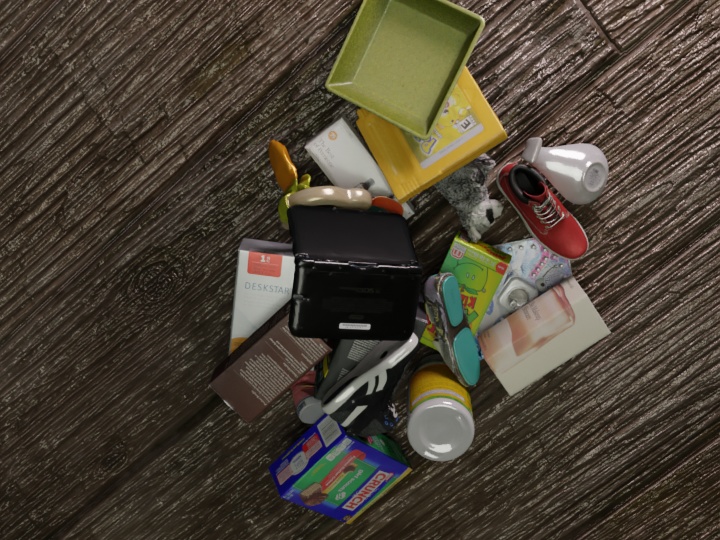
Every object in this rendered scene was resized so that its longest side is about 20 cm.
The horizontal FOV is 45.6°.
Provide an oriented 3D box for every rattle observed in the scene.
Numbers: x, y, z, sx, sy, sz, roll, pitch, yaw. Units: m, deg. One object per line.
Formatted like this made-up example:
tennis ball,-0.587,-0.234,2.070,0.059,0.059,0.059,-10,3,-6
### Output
rattle,-0.040,-0.140,1.394,0.197,0.144,0.131,-11,145,-2

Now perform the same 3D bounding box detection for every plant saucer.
plant saucer,0.072,-0.333,1.340,0.198,0.048,0.202,30,102,18

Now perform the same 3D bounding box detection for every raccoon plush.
raccoon plush,0.145,-0.133,1.434,0.198,0.097,0.136,19,122,23

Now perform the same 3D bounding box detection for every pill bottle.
pill bottle,0.134,0.224,1.462,0.109,0.200,0.113,1,111,3

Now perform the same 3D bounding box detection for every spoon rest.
spoon rest,0.331,-0.171,1.392,0.198,0.060,0.101,17,96,-36

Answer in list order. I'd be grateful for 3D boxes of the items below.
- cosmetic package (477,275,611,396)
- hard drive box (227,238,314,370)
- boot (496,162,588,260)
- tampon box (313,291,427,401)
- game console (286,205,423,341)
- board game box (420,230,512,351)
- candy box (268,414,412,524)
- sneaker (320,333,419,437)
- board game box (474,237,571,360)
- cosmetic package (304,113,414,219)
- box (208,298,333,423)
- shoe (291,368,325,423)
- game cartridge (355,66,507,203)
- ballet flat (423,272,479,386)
cosmetic package,0.307,0.109,1.452,0.199,0.104,0.088,-34,105,9
hard drive box,-0.142,0.058,1.483,0.154,0.077,0.203,7,107,-2
boot,0.302,-0.091,1.381,0.072,0.144,0.200,-44,95,4
tampon box,0.016,0.124,1.462,0.125,0.150,0.202,22,106,-7
game console,-0.016,0.005,1.308,0.197,0.116,0.178,3,105,-18
board game box,0.170,0.046,1.464,0.101,0.048,0.202,25,115,6
candy box,-0.034,0.353,1.528,0.169,0.077,0.199,-44,134,12
sneaker,0.042,0.189,1.372,0.200,0.073,0.112,-40,108,20
board game box,0.276,0.049,1.500,0.197,0.026,0.202,-11,106,4
cosmetic package,0.000,-0.154,1.428,0.082,0.051,0.201,-37,103,10
box,-0.148,0.150,1.434,0.200,0.075,0.100,-41,104,11
shoe,-0.036,0.228,1.539,0.198,0.091,0.072,13,123,-34
game cartridge,0.107,-0.231,1.366,0.199,0.032,0.178,-31,70,9
ballet flat,0.148,0.097,1.436,0.071,0.072,0.203,-14,105,5
